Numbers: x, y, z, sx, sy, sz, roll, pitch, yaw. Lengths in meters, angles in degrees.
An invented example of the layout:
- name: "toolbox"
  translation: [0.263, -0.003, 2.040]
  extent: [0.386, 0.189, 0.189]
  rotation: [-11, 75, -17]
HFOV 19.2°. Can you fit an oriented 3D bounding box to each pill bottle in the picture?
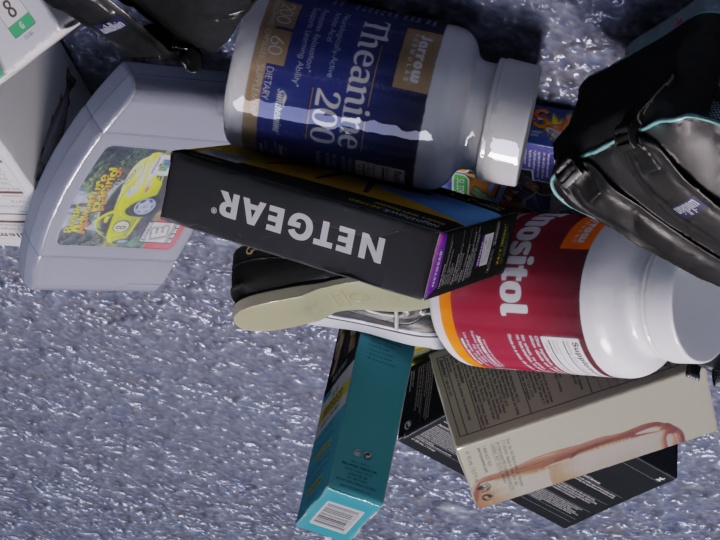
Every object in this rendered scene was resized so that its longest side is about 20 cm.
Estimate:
- name: "pill bottle"
  translation: [0.016, -0.117, 1.417]
  extent: [0.198, 0.112, 0.111]
  rotation: [13, 152, 5]
- name: "pill bottle"
  translation: [0.155, 0.016, 1.483]
  extent: [0.199, 0.114, 0.113]
  rotation: [2, 150, 40]

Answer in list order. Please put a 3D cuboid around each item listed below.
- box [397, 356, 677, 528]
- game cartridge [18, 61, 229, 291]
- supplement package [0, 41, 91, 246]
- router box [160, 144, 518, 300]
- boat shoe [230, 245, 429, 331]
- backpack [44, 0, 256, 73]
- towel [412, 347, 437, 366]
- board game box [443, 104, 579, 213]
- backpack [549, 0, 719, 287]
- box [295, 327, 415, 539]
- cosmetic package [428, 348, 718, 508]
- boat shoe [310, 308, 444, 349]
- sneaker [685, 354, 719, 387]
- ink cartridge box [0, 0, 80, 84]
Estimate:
- name: "box"
  translation: [0.153, 0.130, 1.810]
  extent: [0.199, 0.079, 0.141]
  rotation: [30, 142, -28]
- name: "game cartridge"
  translation: [-0.169, -0.063, 1.548]
  extent: [0.132, 0.041, 0.201]
  rotation: [4, 130, -37]
- name: "supplement package"
  translation: [-0.281, -0.118, 1.559]
  extent: [0.116, 0.118, 0.200]
  rotation: [3, 150, 18]
- name: "router box"
  translation: [-0.012, -0.037, 1.424]
  extent: [0.199, 0.051, 0.149]
  rotation: [17, -167, 21]
- name: "boat shoe"
  translation: [0.000, -0.001, 1.603]
  extent: [0.200, 0.064, 0.074]
  rotation: [-7, 155, 5]
- name: "backpack"
  translation: [-0.141, -0.231, 1.276]
  extent: [0.199, 0.127, 0.167]
  rotation: [25, 139, -16]
- name: "towel"
  translation: [0.015, 0.017, 1.765]
  extent: [0.086, 0.018, 0.200]
  rotation: [-18, 137, 38]
- name: "board game box"
  translation: [0.107, -0.058, 1.559]
  extent: [0.134, 0.035, 0.200]
  rotation: [12, 152, 8]
- name: "backpack"
  translation: [0.244, -0.073, 1.337]
  extent: [0.199, 0.154, 0.176]
  rotation: [35, 150, -14]
- name: "box"
  translation: [0.001, 0.109, 1.707]
  extent: [0.049, 0.201, 0.082]
  rotation: [20, 146, -11]
- name: "cosmetic package"
  translation: [0.164, 0.095, 1.642]
  extent: [0.199, 0.104, 0.088]
  rotation: [-18, 136, 4]
- name: "boat shoe"
  translation: [0.026, 0.009, 1.676]
  extent: [0.198, 0.074, 0.068]
  rotation: [11, 150, 3]
- name: "sneaker"
  translation: [0.265, 0.015, 1.498]
  extent: [0.077, 0.141, 0.200]
  rotation: [13, 152, 5]
- name: "ink cartridge box"
  translation: [-0.275, -0.211, 1.355]
  extent: [0.161, 0.050, 0.201]
  rotation: [-27, 103, 47]
